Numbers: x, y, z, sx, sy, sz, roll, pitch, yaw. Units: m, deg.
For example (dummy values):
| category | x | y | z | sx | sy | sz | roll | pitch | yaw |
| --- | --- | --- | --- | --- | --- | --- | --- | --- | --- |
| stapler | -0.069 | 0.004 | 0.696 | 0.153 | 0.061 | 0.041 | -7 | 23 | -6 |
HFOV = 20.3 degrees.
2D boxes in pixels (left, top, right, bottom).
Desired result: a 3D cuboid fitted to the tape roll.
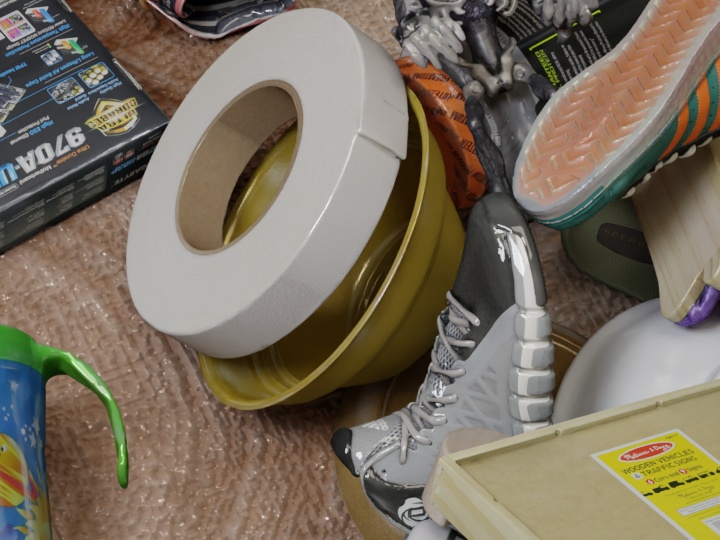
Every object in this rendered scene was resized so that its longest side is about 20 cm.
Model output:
| category | x | y | z | sx | sy | sz | roll | pitch | yaw |
| --- | --- | --- | --- | --- | --- | --- | --- | --- | --- |
| tape roll | -0.055 | -0.050 | 1.114 | 0.037 | 0.202 | 0.204 | 30 | 47 | -33 |

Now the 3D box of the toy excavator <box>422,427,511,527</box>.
| category | x | y | z | sx | sy | sz | roll | pitch | yaw |
| --- | --- | --- | --- | --- | --- | --- | --- | --- | --- |
| toy excavator | 0.152 | 0.143 | 0.975 | 0.199 | 0.100 | 0.195 | 7 | 26 | -32 |

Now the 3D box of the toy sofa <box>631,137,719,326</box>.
| category | x | y | z | sx | sy | sz | roll | pitch | yaw |
| --- | --- | --- | --- | --- | --- | --- | --- | --- | --- |
| toy sofa | 0.214 | -0.038 | 1.130 | 0.082 | 0.098 | 0.200 | 25 | 26 | -18 |

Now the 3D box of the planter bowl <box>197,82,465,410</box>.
| category | x | y | z | sx | sy | sz | roll | pitch | yaw |
| --- | --- | --- | --- | --- | --- | --- | --- | --- | --- |
| planter bowl | 0.000 | 0.000 | 1.121 | 0.083 | 0.200 | 0.202 | 29 | 49 | -29 |

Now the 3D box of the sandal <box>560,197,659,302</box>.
| category | x | y | z | sx | sy | sz | roll | pitch | yaw |
| --- | --- | --- | --- | --- | --- | --- | --- | --- | --- |
| sandal | 0.214 | 0.005 | 1.190 | 0.199 | 0.080 | 0.057 | 15 | 10 | 7 |

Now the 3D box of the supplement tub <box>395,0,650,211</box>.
| category | x | y | z | sx | sy | sz | roll | pitch | yaw |
| --- | --- | --- | --- | --- | --- | --- | --- | --- | --- |
| supplement tub | 0.108 | -0.120 | 1.231 | 0.199 | 0.123 | 0.123 | -30 | 66 | -28 |

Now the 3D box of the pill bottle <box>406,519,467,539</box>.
| category | x | y | z | sx | sy | sz | roll | pitch | yaw |
| --- | --- | --- | --- | --- | --- | --- | --- | --- | --- |
| pill bottle | 0.092 | 0.217 | 1.003 | 0.199 | 0.113 | 0.113 | 28 | 55 | 4 |

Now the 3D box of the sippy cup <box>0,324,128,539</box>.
| category | x | y | z | sx | sy | sz | roll | pitch | yaw |
| --- | --- | --- | --- | --- | --- | --- | --- | --- | --- |
| sippy cup | -0.214 | 0.112 | 1.014 | 0.177 | 0.139 | 0.131 | -27 | 68 | 23 |

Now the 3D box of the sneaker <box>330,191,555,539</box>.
| category | x | y | z | sx | sy | sz | roll | pitch | yaw |
| --- | --- | --- | --- | --- | --- | --- | --- | --- | --- |
| sneaker | 0.040 | 0.063 | 1.037 | 0.114 | 0.202 | 0.075 | -6 | 17 | -4 |

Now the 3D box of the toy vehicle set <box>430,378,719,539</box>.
| category | x | y | z | sx | sy | sz | roll | pitch | yaw |
| --- | --- | --- | --- | --- | --- | --- | --- | --- | --- |
| toy vehicle set | 0.149 | 0.107 | 0.935 | 0.199 | 0.027 | 0.124 | -12 | 34 | -31 |

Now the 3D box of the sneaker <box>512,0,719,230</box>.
| category | x | y | z | sx | sy | sz | roll | pitch | yaw |
| --- | --- | --- | --- | --- | --- | --- | --- | --- | --- |
| sneaker | 0.163 | -0.086 | 1.062 | 0.200 | 0.080 | 0.071 | -48 | 41 | -14 |

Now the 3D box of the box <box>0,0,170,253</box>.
| category | x | y | z | sx | sy | sz | roll | pitch | yaw |
| --- | --- | --- | --- | --- | --- | --- | --- | --- | --- |
| box | -0.237 | -0.086 | 1.187 | 0.199 | 0.046 | 0.159 | -32 | 68 | -28 |

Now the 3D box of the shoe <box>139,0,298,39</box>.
| category | x | y | z | sx | sy | sz | roll | pitch | yaw |
| --- | --- | --- | --- | --- | --- | --- | --- | --- | --- |
| shoe | -0.136 | -0.200 | 1.268 | 0.198 | 0.072 | 0.091 | -3 | 51 | -19 |

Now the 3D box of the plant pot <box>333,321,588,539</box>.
| category | x | y | z | sx | sy | sz | roll | pitch | yaw |
| --- | --- | --- | --- | --- | --- | --- | --- | --- | --- |
| plant pot | 0.084 | 0.101 | 1.135 | 0.198 | 0.028 | 0.201 | 5 | 56 | -7 |

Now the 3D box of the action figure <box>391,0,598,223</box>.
| category | x | y | z | sx | sy | sz | roll | pitch | yaw |
| --- | --- | --- | --- | --- | --- | --- | --- | --- | --- |
| action figure | 0.075 | -0.127 | 1.102 | 0.118 | 0.102 | 0.201 | -22 | 90 | -9 |

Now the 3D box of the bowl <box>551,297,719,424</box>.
| category | x | y | z | sx | sy | sz | roll | pitch | yaw |
| --- | --- | --- | --- | --- | --- | --- | --- | --- | --- |
| bowl | 0.208 | 0.098 | 1.088 | 0.199 | 0.090 | 0.203 | 5 | 72 | -16 |
